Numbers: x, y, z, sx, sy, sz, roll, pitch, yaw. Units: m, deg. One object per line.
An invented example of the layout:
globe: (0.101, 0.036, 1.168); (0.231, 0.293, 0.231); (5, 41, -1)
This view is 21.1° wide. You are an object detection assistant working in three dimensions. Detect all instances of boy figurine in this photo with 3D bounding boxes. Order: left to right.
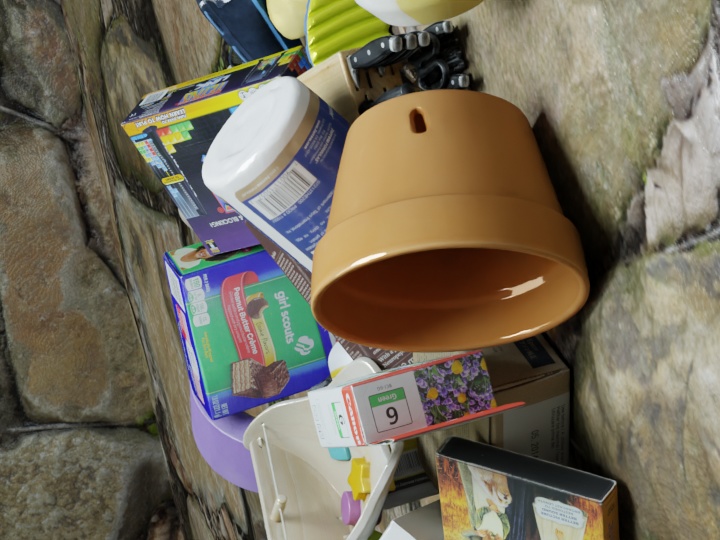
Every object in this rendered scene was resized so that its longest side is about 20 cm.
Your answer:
boy figurine: (-0.076, -0.321, 1.833); (0.124, 0.064, 0.200); (148, 105, -85)

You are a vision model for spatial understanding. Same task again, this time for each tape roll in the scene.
tape roll: (-0.080, 0.133, 2.039); (0.085, 0.200, 0.200); (94, 156, -50)

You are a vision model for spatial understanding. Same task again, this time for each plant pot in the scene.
plant pot: (0.062, -0.040, 1.406); (0.200, 0.200, 0.140); (110, 160, -65)

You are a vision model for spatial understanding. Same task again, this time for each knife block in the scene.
knife block: (-0.005, -0.143, 1.557); (0.176, 0.200, 0.064); (0, -106, -75)

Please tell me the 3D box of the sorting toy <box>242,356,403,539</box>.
sorting toy: (-0.013, 0.174, 1.648); (0.200, 0.107, 0.180); (-105, 31, -42)

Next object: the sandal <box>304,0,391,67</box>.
sandal: (-0.004, -0.162, 1.717); (0.087, 0.079, 0.200); (168, 89, -79)

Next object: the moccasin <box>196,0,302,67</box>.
moccasin: (-0.101, -0.224, 1.914); (0.200, 0.068, 0.081); (60, -162, -44)

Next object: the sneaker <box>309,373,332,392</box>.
sneaker: (0.001, 0.081, 1.855); (0.075, 0.114, 0.200); (139, 115, -73)

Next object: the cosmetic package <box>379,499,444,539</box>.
cosmetic package: (0.060, 0.242, 1.648); (0.051, 0.083, 0.200); (36, -164, 17)

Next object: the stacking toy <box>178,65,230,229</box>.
stacking toy: (-0.133, -0.144, 2.157); (0.146, 0.146, 0.200); (110, 158, -65)

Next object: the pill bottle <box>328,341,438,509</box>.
pill bottle: (0.035, 0.110, 1.760); (0.112, 0.112, 0.200); (141, 113, -74)

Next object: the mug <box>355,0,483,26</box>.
mug: (0.039, -0.251, 1.347); (0.187, 0.149, 0.153); (-119, 12, -62)

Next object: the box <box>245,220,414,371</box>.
box: (0.000, 0.000, 1.680); (0.200, 0.100, 0.075); (51, 168, 4)

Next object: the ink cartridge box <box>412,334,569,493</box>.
ink cartridge box: (0.106, 0.121, 1.585); (0.165, 0.075, 0.200); (-125, 26, -50)

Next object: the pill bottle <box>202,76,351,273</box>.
pill bottle: (-0.018, -0.052, 1.524); (0.200, 0.111, 0.111); (40, 180, -24)

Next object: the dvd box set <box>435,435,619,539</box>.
dvd box set: (0.134, 0.231, 1.511); (0.146, 0.029, 0.200); (15, 129, 29)

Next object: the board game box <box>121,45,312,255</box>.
board game box: (-0.100, -0.108, 1.802); (0.200, 0.057, 0.165); (-13, 120, 37)

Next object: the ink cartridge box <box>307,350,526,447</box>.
ink cartridge box: (0.039, 0.097, 1.456); (0.200, 0.109, 0.050); (157, 98, -73)

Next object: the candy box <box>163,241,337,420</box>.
candy box: (-0.081, 0.039, 1.942); (0.077, 0.200, 0.169); (-134, 30, -58)
